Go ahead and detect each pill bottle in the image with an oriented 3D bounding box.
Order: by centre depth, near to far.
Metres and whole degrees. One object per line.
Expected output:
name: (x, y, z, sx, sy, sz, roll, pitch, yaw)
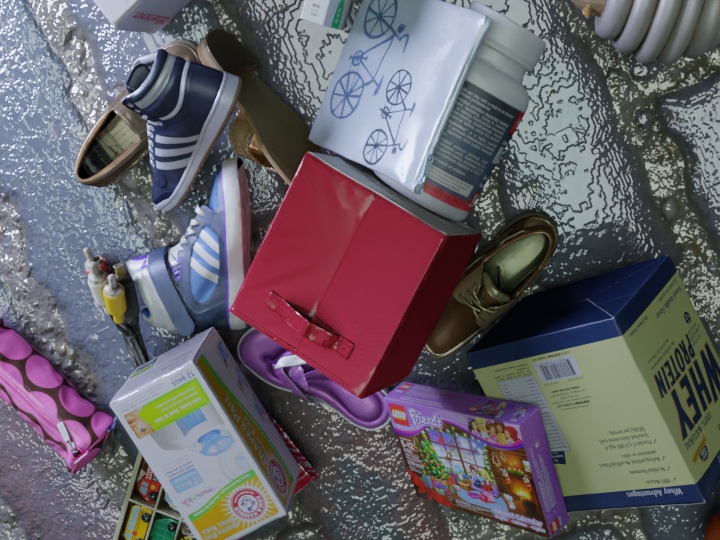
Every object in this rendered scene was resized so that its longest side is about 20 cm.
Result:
pill bottle: (0.106, -0.166, 1.020, 0.118, 0.120, 0.202, 29, 104, -1)

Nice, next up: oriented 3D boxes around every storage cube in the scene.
storage cube: (0.000, 0.000, 1.020, 0.170, 0.200, 0.182, 31, 102, 15)

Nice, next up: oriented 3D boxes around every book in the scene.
book: (-0.015, -0.349, 0.987, 0.047, 0.134, 0.203, 17, 103, 2)

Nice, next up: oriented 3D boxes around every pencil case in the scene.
pencil case: (-0.381, 0.146, 1.149, 0.199, 0.094, 0.091, 41, 103, -3)

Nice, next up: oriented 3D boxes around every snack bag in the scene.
snack bag: (0.038, -0.194, 1.000, 0.021, 0.199, 0.191, 16, 101, -43)

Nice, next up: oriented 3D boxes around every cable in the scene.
cable: (-0.278, 0.060, 1.121, 0.050, 0.097, 0.203, -22, 129, -26)

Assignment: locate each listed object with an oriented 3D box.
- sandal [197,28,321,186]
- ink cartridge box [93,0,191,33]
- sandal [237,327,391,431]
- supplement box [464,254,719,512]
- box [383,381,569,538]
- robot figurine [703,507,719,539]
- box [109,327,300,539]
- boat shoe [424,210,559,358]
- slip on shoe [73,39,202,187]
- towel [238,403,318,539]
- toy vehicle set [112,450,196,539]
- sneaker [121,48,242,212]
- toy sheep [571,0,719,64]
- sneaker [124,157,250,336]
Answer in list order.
sandal: (-0.118, -0.159, 1.084, 0.069, 0.077, 0.213, -34, 90, 43)
ink cartridge box: (-0.184, -0.343, 1.000, 0.199, 0.145, 0.084, -40, 95, 12)
sandal: (-0.049, 0.121, 1.131, 0.200, 0.050, 0.083, 25, 103, 1)
supplement box: (0.253, 0.123, 1.012, 0.199, 0.134, 0.202, -20, 102, 48)
box: (0.122, 0.201, 1.063, 0.198, 0.039, 0.139, 4, 118, 49)
robot figurine: (0.464, 0.285, 1.079, 0.200, 0.143, 0.117, -46, 65, 12)
box: (-0.164, 0.185, 1.075, 0.111, 0.102, 0.202, -26, 103, 12)
boat shoe: (0.138, 0.016, 1.077, 0.075, 0.074, 0.201, 40, 103, -3)
slip on shoe: (-0.247, -0.171, 1.085, 0.200, 0.061, 0.076, -42, 95, 12)
towel: (-0.163, 0.209, 1.148, 0.144, 0.023, 0.201, -39, 96, 12)
toy vehicle set: (-0.217, 0.265, 1.190, 0.122, 0.027, 0.203, 19, 103, 1)
sneaker: (-0.211, -0.150, 1.040, 0.107, 0.071, 0.200, 20, 135, -21)
toy sheep: (0.302, -0.268, 0.972, 0.196, 0.138, 0.140, 9, 103, 4)
sneaker: (-0.198, -0.026, 1.100, 0.144, 0.081, 0.204, 1, 107, 1)
